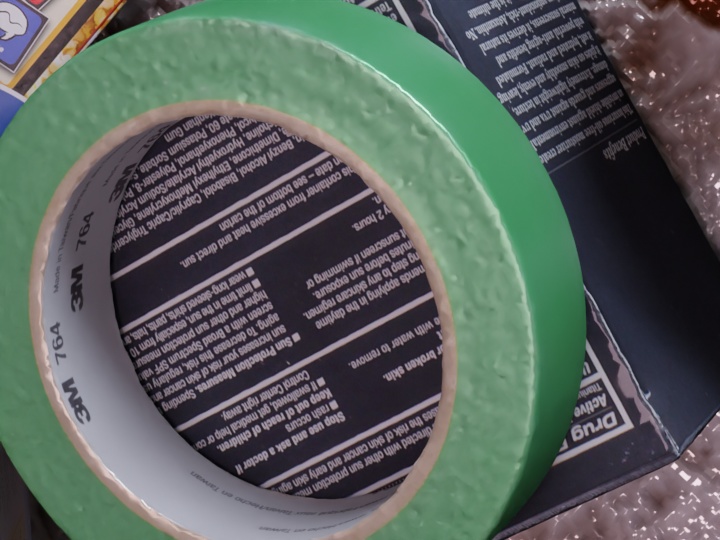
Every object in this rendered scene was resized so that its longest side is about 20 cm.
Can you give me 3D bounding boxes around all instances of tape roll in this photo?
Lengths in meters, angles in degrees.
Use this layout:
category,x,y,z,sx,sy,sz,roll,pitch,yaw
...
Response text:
category,x,y,z,sx,sy,sz,roll,pitch,yaw
tape roll,-0.029,0.015,0.822,0.200,0.048,0.201,7,107,23

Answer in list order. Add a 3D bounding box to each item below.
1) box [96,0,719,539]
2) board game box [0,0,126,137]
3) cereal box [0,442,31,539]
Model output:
category,x,y,z,sx,sy,sz,roll,pitch,yaw
box,0.000,0.000,0.899,0.200,0.123,0.199,-28,91,28
board game box,-0.148,-0.134,0.923,0.151,0.046,0.200,41,103,-8
cereal box,-0.148,0.078,0.941,0.039,0.200,0.144,-4,94,-3
